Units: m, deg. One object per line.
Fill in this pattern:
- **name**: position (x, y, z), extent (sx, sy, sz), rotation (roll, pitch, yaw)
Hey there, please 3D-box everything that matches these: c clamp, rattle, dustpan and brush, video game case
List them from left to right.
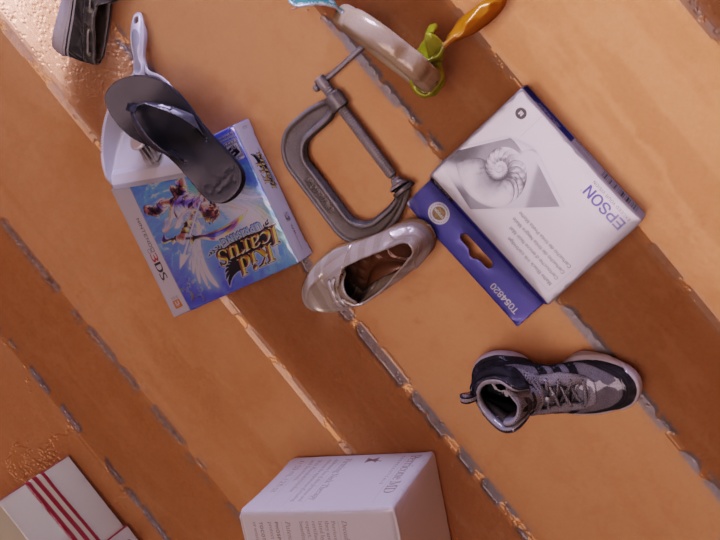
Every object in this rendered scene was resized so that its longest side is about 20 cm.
- **dustpan and brush**: position (-0.260, -0.209, 1.579), extent (0.139, 0.057, 0.202), rotation (-7, 73, 28)
- **video game case**: position (-0.185, -0.061, 1.606), extent (0.199, 0.045, 0.182), rotation (-23, 97, 26)
- **c clamp**: position (-0.009, -0.135, 1.523), extent (0.170, 0.027, 0.201), rotation (-31, 92, 27)
- **rattle**: position (0.032, -0.291, 1.427), extent (0.200, 0.130, 0.143), rotation (43, 113, 26)

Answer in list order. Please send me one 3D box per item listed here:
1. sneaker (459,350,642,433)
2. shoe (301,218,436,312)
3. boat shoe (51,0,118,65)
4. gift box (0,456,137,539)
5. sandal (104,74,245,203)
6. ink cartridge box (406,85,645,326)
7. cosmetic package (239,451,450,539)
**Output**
- **sneaker**: position (0.210, 0.141, 1.470), extent (0.199, 0.114, 0.076), rotation (3, 107, 21)
- **shoe**: position (0.000, 0.000, 1.534), extent (0.199, 0.053, 0.070), rotation (-31, 105, 33)
- **boat shoe**: position (-0.313, -0.341, 1.566), extent (0.070, 0.072, 0.201), rotation (23, 123, 4)
- **gift box**: position (-0.421, 0.385, 1.762), extent (0.200, 0.184, 0.187), rotation (-40, 87, 33)
- **sandal**: position (-0.214, -0.159, 1.516), extent (0.200, 0.043, 0.076), rotation (39, 99, 9)
- **ink cartridge box**: position (0.176, -0.066, 1.454), extent (0.200, 0.041, 0.200), rotation (47, 113, 3)
- **cosmetic package**: position (-0.011, 0.330, 1.588), extent (0.199, 0.167, 0.168), rotation (-6, 103, 22)
